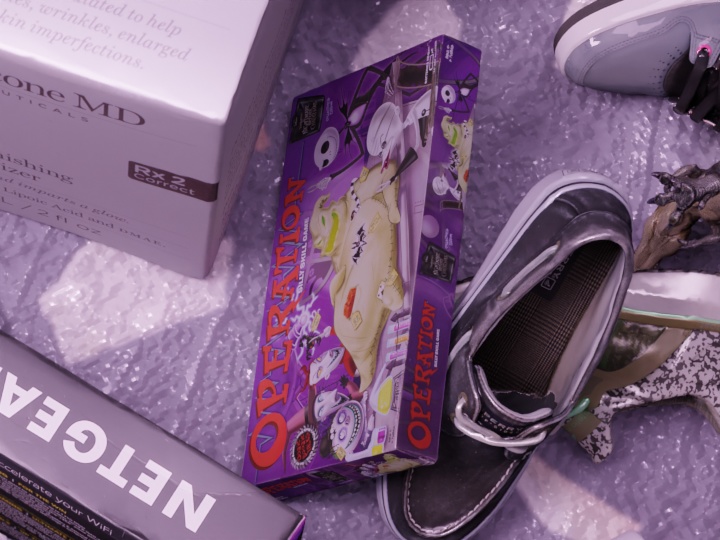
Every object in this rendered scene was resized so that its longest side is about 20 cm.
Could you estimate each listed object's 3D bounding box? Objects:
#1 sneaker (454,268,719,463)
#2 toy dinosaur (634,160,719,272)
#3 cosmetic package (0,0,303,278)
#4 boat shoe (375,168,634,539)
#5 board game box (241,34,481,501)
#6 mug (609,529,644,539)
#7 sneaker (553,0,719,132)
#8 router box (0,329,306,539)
[{"bbox_3d":[0.096,0.046,1.372,0.199,0.077,0.089,-1,84,-2],"label":"sneaker"},{"bbox_3d":[0.188,-0.040,1.340,0.088,0.200,0.048,-21,91,-54],"label":"toy dinosaur"},{"bbox_3d":[-0.116,-0.124,1.338,0.164,0.200,0.165,18,70,2],"label":"cosmetic package"},{"bbox_3d":[0.061,0.048,1.310,0.072,0.071,0.200,20,112,-10],"label":"boat shoe"},{"bbox_3d":[0.000,0.000,1.353,0.032,0.120,0.201,19,67,-29],"label":"board game box"},{"bbox_3d":[0.083,0.225,1.269,0.153,0.150,0.187,-20,67,-4],"label":"mug"},{"bbox_3d":[0.198,-0.075,1.417,0.199,0.084,0.121,-4,62,-8],"label":"sneaker"},{"bbox_3d":[-0.123,0.093,1.288,0.200,0.149,0.051,31,71,5],"label":"router box"}]
